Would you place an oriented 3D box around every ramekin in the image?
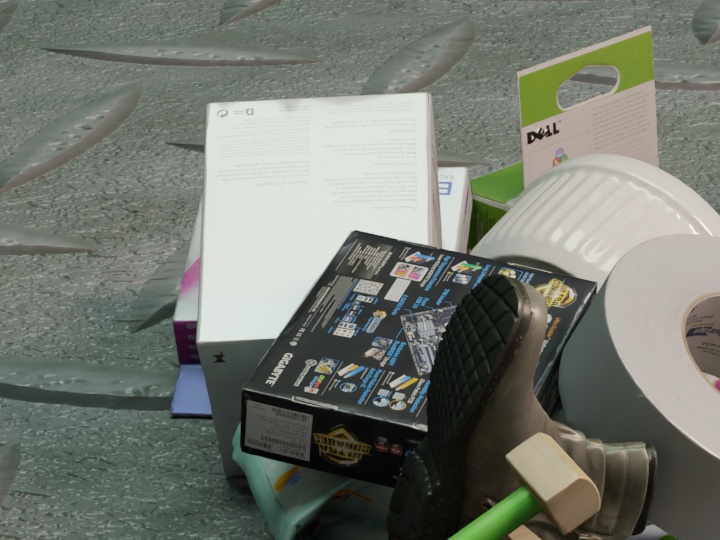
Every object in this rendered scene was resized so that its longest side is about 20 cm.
[{"bbox_3d":[0.152,0.036,1.790,0.200,0.201,0.105,14,37,38],"label":"ramekin"}]

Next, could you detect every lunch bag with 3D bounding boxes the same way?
[{"bbox_3d":[0.031,0.129,1.669,0.199,0.122,0.170,-3,22,-12],"label":"lunch bag"}]

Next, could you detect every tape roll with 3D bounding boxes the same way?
[{"bbox_3d":[0.215,0.072,1.586,0.200,0.066,0.201,17,40,-14],"label":"tape roll"}]

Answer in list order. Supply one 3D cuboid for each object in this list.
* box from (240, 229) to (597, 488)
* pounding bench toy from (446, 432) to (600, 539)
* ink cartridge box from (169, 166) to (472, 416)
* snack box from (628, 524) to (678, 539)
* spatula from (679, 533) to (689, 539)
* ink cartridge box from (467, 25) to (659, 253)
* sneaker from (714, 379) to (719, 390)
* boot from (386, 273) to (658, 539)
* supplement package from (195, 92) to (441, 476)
[{"bbox_3d":[0.037,0.053,1.626,0.159,0.046,0.200,12,31,14],"label":"box"},{"bbox_3d":[0.041,0.191,1.402,0.156,0.200,0.124,-12,23,-21],"label":"pounding bench toy"},{"bbox_3d":[-0.028,0.012,1.959,0.196,0.043,0.200,0,49,11],"label":"ink cartridge box"},{"bbox_3d":[0.188,0.193,1.570,0.200,0.053,0.142,-13,22,-22],"label":"snack box"},{"bbox_3d":[0.162,0.108,1.613,0.056,0.021,0.200,11,23,-36],"label":"spatula"},{"bbox_3d":[0.145,-0.073,2.047,0.148,0.200,0.076,-21,27,-37],"label":"ink cartridge box"},{"bbox_3d":[0.286,0.120,1.695,0.199,0.088,0.081,7,53,14],"label":"sneaker"},{"bbox_3d":[0.099,0.089,1.482,0.130,0.200,0.068,7,36,-16],"label":"boot"},{"bbox_3d":[-0.023,0.009,1.835,0.151,0.151,0.200,-3,52,3],"label":"supplement package"}]
